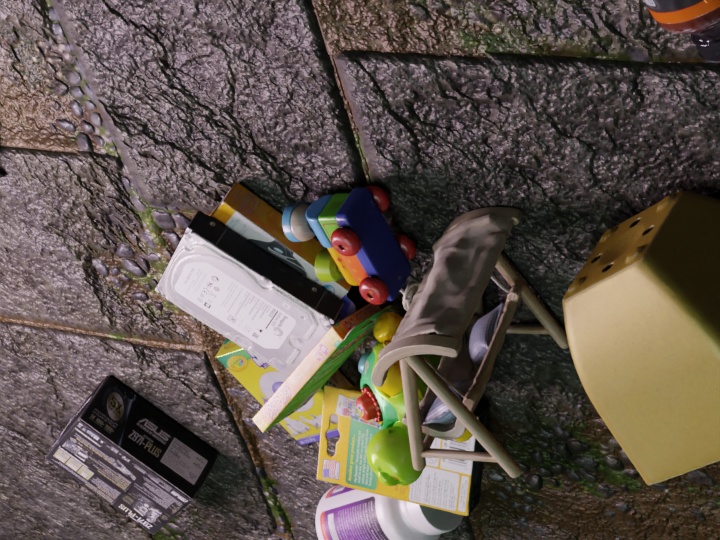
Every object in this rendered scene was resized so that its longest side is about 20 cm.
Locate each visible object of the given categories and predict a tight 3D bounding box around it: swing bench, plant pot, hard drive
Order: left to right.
[{"bbox_3d":[-0.131,0.032,1.734,0.199,0.038,0.140,32,140,-4],"label":"hard drive"},{"bbox_3d":[0.110,0.073,1.558,0.129,0.200,0.201,-1,132,33],"label":"swing bench"},{"bbox_3d":[0.307,0.047,1.418,0.200,0.196,0.194,46,140,-10],"label":"plant pot"}]

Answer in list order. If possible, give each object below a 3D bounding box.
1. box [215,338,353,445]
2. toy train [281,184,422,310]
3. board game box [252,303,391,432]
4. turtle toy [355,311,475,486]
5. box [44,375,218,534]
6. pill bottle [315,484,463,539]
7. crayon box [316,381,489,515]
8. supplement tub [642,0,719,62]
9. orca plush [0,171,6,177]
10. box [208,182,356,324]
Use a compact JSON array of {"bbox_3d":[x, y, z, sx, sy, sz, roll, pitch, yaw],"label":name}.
[{"bbox_3d":[-0.091,0.130,1.875,0.117,0.049,0.200,-20,118,43],"label":"box"},{"bbox_3d":[0.000,0.000,1.647,0.115,0.085,0.201,1,134,39],"label":"toy train"},{"bbox_3d":[-0.044,0.108,1.745,0.030,0.095,0.200,49,125,8],"label":"board game box"},{"bbox_3d":[0.051,0.152,1.689,0.145,0.201,0.101,36,124,-24],"label":"turtle toy"},{"bbox_3d":[-0.328,0.267,2.146,0.199,0.086,0.164,36,141,-7],"label":"box"},{"bbox_3d":[0.041,0.314,1.939,0.111,0.112,0.199,44,140,-18],"label":"pill bottle"},{"bbox_3d":[0.051,0.209,1.815,0.198,0.052,0.127,10,105,19],"label":"crayon box"},{"bbox_3d":[0.253,-0.262,1.174,0.106,0.107,0.200,-15,124,42],"label":"supplement tub"},{"bbox_3d":[-0.495,-0.167,1.788,0.104,0.071,0.201,19,141,14],"label":"orca plush"},{"bbox_3d":[-0.093,-0.006,1.734,0.199,0.042,0.119,35,142,-9],"label":"box"}]
